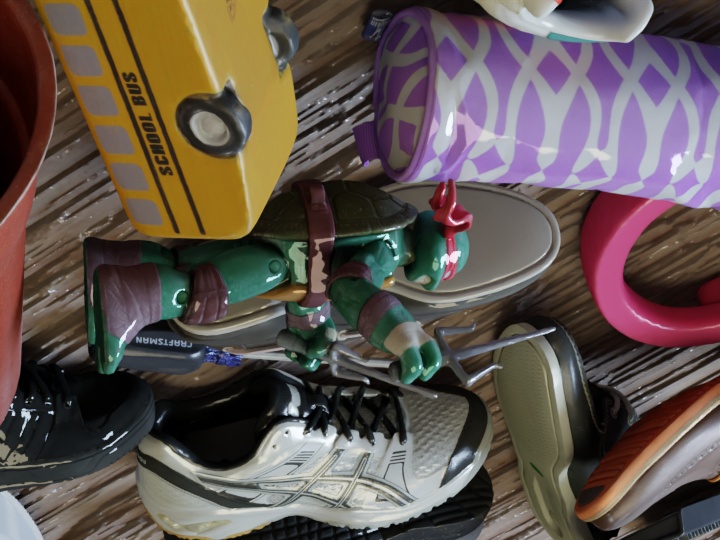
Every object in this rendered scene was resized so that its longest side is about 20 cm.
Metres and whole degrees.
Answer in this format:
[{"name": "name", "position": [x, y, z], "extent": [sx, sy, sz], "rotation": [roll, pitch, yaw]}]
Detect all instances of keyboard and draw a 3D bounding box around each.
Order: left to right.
[{"name": "keyboard", "position": [0.206, 0.146, 1.184], "extent": [0.127, 0.021, 0.200], "rotation": [-30, 168, 20]}]

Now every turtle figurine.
[{"name": "turtle figurine", "position": [-0.022, 0.008, 0.896], "extent": [0.198, 0.101, 0.150], "rotation": [-2, 175, -11]}]

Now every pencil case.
[{"name": "pencil case", "position": [0.098, -0.069, 0.919], "extent": [0.199, 0.084, 0.086], "rotation": [5, 142, -18]}]

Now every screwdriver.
[{"name": "screwdriver", "position": [-0.047, 0.048, 1.053], "extent": [0.199, 0.029, 0.028], "rotation": [9, 134, -21]}]

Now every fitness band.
[{"name": "fitness band", "position": [0.212, -0.029, 1.050], "extent": [0.199, 0.038, 0.144], "rotation": [-27, 138, 10]}]

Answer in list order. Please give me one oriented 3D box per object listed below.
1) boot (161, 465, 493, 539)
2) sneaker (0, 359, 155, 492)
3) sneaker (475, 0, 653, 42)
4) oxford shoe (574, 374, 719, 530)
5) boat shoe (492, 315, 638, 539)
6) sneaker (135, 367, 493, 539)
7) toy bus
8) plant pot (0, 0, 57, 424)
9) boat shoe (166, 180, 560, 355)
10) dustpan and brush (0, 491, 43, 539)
[{"name": "boot", "position": [-0.020, 0.174, 1.182], "extent": [0.198, 0.070, 0.132], "rotation": [-2, 143, -10]}, {"name": "sneaker", "position": [-0.198, 0.060, 0.992], "extent": [0.199, 0.060, 0.105], "rotation": [-15, 126, -21]}, {"name": "sneaker", "position": [0.046, -0.149, 0.801], "extent": [0.199, 0.093, 0.071], "rotation": [29, 95, -42]}, {"name": "oxford shoe", "position": [0.205, 0.091, 1.092], "extent": [0.199, 0.073, 0.071], "rotation": [-34, -179, -17]}, {"name": "boat shoe", "position": [0.122, 0.087, 1.137], "extent": [0.067, 0.072, 0.201], "rotation": [-33, 139, -11]}, {"name": "sneaker", "position": [-0.024, 0.092, 1.078], "extent": [0.199, 0.076, 0.088], "rotation": [-12, 140, -6]}, {"name": "toy bus", "position": [-0.080, -0.106, 0.784], "extent": [0.078, 0.065, 0.201], "rotation": [3, 135, 24]}, {"name": "plant pot", "position": [-0.221, -0.010, 0.823], "extent": [0.199, 0.202, 0.196], "rotation": [-7, 147, -10]}, {"name": "boat shoe", "position": [0.000, 0.000, 1.000], "extent": [0.198, 0.067, 0.057], "rotation": [-10, 162, 0]}, {"name": "dustpan and brush", "position": [-0.255, 0.124, 1.066], "extent": [0.139, 0.058, 0.200], "rotation": [-16, 146, -3]}]
